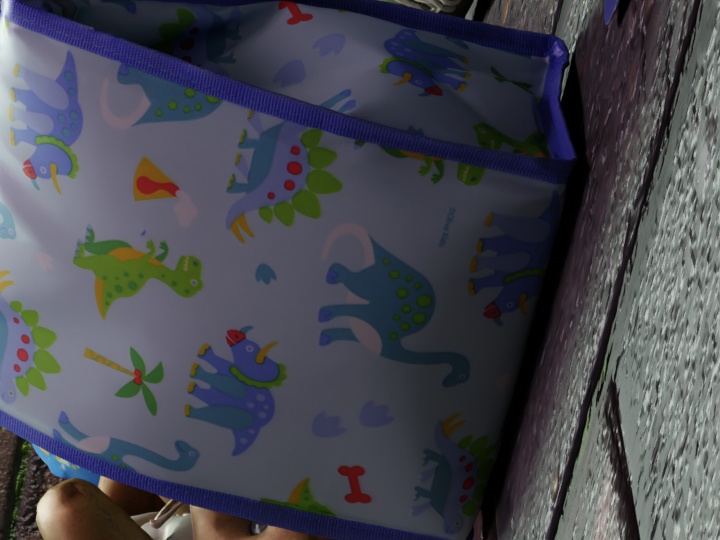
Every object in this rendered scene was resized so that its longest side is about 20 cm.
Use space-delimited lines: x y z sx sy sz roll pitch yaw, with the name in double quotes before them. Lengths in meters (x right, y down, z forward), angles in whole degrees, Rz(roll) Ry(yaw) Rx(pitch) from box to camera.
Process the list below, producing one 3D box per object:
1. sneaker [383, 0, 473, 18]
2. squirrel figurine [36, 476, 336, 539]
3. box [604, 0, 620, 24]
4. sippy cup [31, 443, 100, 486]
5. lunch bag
"sneaker" 0.031 -0.157 1.184 0.090 0.067 0.200 -77 4 -47
"squirrel figurine" -0.040 0.148 1.029 0.187 0.200 0.141 -27 1 41
"box" 0.087 -0.192 0.836 0.121 0.032 0.200 109 170 -58
"sippy cup" -0.110 0.040 1.316 0.140 0.178 0.130 -123 44 -61
"lunch bag" -0.039 -0.010 0.916 0.127 0.200 0.170 -89 10 -61
